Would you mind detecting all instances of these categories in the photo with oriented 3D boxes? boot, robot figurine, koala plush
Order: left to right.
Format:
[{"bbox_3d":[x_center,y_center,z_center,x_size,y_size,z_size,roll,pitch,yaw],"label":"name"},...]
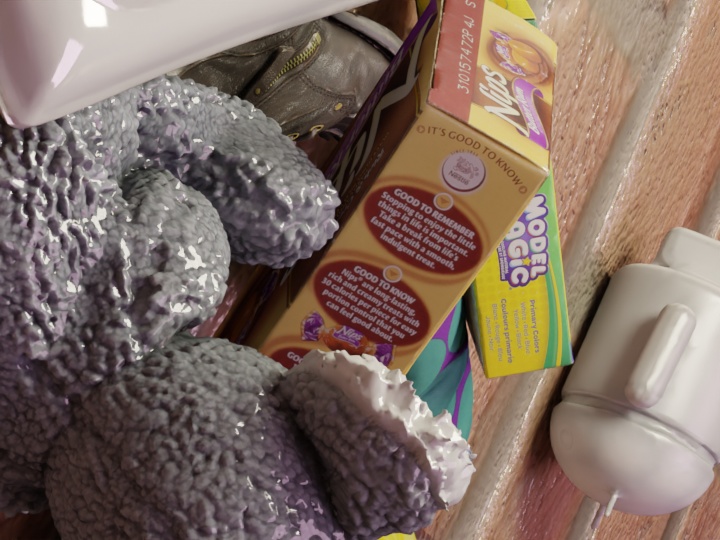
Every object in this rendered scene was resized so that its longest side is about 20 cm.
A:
[{"bbox_3d":[-0.072,0.047,0.748,0.177,0.200,0.184,-42,157,8],"label":"koala plush"},{"bbox_3d":[-0.060,-0.045,0.946,0.174,0.069,0.200,-63,146,-14],"label":"boot"},{"bbox_3d":[0.195,0.074,1.525,0.200,0.113,0.170,-65,163,-12],"label":"robot figurine"}]

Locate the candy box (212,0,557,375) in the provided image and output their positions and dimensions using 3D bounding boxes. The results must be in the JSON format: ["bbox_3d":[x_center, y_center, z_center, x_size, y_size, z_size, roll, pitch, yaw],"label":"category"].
[{"bbox_3d":[0.000,0.000,0.889,0.200,0.056,0.117,-57,-170,28],"label":"candy box"}]

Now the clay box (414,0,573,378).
[{"bbox_3d":[0.060,-0.065,1.096,0.115,0.047,0.200,-105,-173,-65],"label":"clay box"}]

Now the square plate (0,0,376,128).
[{"bbox_3d":[-0.066,-0.164,0.726,0.200,0.028,0.199,-27,101,-47],"label":"square plate"}]

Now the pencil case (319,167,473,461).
[{"bbox_3d":[0.007,0.031,1.096,0.200,0.085,0.093,79,31,-58],"label":"pencil case"}]

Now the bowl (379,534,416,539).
[{"bbox_3d":[-0.041,0.182,0.971,0.200,0.108,0.200,-37,179,0],"label":"bowl"}]
